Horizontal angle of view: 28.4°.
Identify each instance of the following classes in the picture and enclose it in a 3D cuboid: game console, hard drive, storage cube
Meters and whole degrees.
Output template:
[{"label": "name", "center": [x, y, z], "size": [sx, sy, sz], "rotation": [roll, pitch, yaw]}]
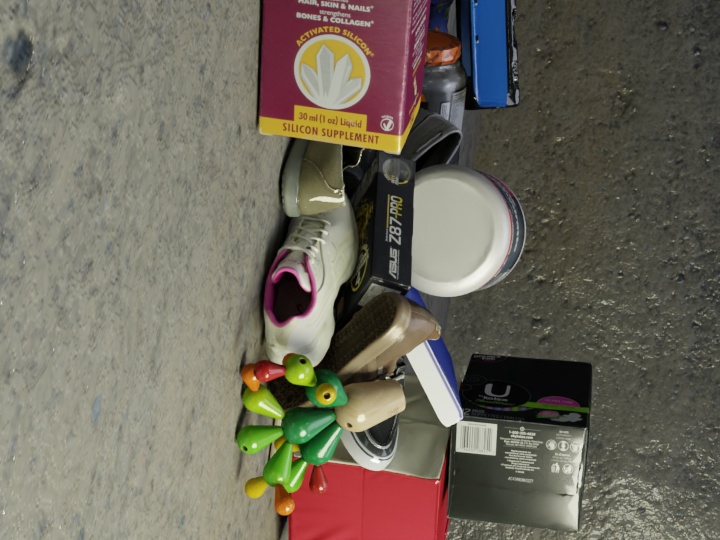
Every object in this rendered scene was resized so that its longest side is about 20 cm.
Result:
[{"label": "game console", "center": [0.138, -0.307, 1.816], "size": [0.170, 0.117, 0.202], "rotation": [6, -81, 58]}, {"label": "hard drive", "center": [0.067, 0.075, 1.522], "size": [0.133, 0.025, 0.200], "rotation": [63, 6, -10]}, {"label": "storage cube", "center": [0.019, 0.233, 1.612], "size": [0.201, 0.169, 0.181], "rotation": [-70, 165, -54]}]

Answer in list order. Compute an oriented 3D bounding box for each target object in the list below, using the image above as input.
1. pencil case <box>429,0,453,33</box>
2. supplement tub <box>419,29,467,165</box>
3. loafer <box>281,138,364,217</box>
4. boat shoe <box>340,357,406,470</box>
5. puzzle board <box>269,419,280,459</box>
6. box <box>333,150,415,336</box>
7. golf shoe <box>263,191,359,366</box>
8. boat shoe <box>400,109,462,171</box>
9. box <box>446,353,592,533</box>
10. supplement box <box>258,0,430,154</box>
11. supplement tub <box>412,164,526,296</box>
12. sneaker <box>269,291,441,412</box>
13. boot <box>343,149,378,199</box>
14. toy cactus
[{"label": "pencil case", "center": [0.089, -0.308, 1.934], "size": [0.201, 0.077, 0.087], "rotation": [89, -11, -45]}, {"label": "supplement tub", "center": [0.069, -0.193, 1.780], "size": [0.123, 0.121, 0.202], "rotation": [-63, 160, -64]}, {"label": "loafer", "center": [-0.024, -0.132, 1.400], "size": [0.075, 0.069, 0.201], "rotation": [86, 16, -57]}, {"label": "boat shoe", "center": [0.018, 0.113, 1.521], "size": [0.068, 0.071, 0.201], "rotation": [-46, -146, 45]}, {"label": "puzzle board", "center": [-0.063, 0.122, 1.583], "size": [0.200, 0.017, 0.152], "rotation": [-37, 135, -79]}, {"label": "box", "center": [0.000, 0.000, 1.473], "size": [0.200, 0.049, 0.162], "rotation": [123, -22, -52]}, {"label": "golf shoe", "center": [-0.048, -0.008, 1.369], "size": [0.092, 0.075, 0.202], "rotation": [70, 27, -61]}, {"label": "boat shoe", "center": [0.048, -0.097, 1.686], "size": [0.200, 0.066, 0.072], "rotation": [-51, 136, -7]}, {"label": "box", "center": [0.180, 0.186, 1.584], "size": [0.200, 0.147, 0.126], "rotation": [-54, 148, -71]}, {"label": "supplement box", "center": [-0.010, -0.215, 1.200], "size": [0.103, 0.130, 0.202], "rotation": [-66, 162, -59]}, {"label": "supplement tub", "center": [0.110, -0.045, 1.589], "size": [0.200, 0.139, 0.142], "rotation": [-8, 107, -76]}, {"label": "sneaker", "center": [-0.005, 0.095, 1.397], "size": [0.199, 0.075, 0.071], "rotation": [-35, -133, 35]}, {"label": "boot", "center": [0.000, -0.133, 1.612], "size": [0.166, 0.065, 0.201], "rotation": [91, 7, -52]}, {"label": "toy cactus", "center": [-0.034, 0.142, 1.333], "size": [0.102, 0.164, 0.201], "rotation": [-125, -154, -46]}]
